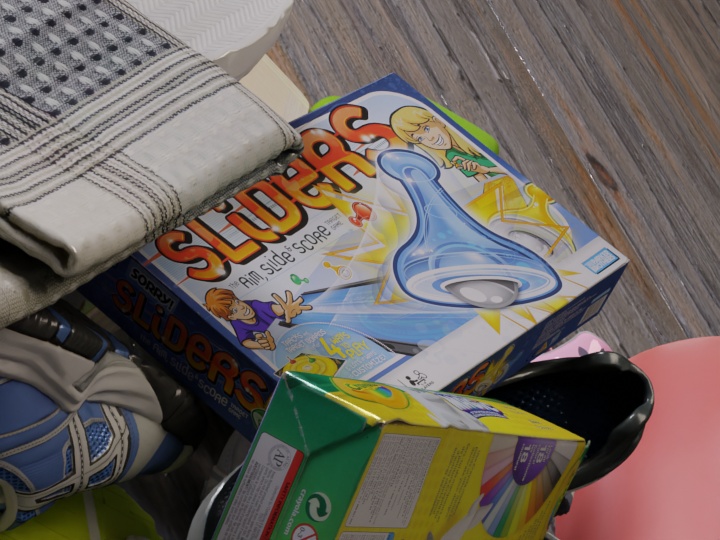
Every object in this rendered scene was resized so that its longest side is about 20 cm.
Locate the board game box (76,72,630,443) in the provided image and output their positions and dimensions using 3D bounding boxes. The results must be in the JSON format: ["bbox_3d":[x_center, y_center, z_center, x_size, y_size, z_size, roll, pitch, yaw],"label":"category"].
[{"bbox_3d":[0.000,0.000,0.928,0.135,0.034,0.200,39,39,17],"label":"board game box"}]

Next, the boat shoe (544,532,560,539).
[{"bbox_3d":[0.105,0.181,1.118,0.200,0.073,0.062,43,-19,42],"label":"boat shoe"}]

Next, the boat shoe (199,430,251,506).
[{"bbox_3d":[0.030,0.114,1.015,0.200,0.069,0.072,24,0,20],"label":"boat shoe"}]

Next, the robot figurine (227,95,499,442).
[{"bbox_3d":[-0.006,-0.001,1.120,0.116,0.175,0.200,31,51,1],"label":"robot figurine"}]

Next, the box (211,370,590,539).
[{"bbox_3d":[0.015,0.100,0.839,0.048,0.117,0.200,26,6,29],"label":"box"}]

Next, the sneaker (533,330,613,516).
[{"bbox_3d":[0.057,0.067,1.126,0.070,0.082,0.200,37,-17,-26],"label":"sneaker"}]

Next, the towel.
[{"bbox_3d":[-0.136,-0.069,0.789,0.193,0.035,0.200,37,32,11],"label":"towel"}]

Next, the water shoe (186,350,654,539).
[{"bbox_3d":[0.023,0.077,0.950,0.072,0.200,0.079,64,-15,12],"label":"water shoe"}]

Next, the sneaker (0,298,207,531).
[{"bbox_3d":[-0.117,0.049,0.828,0.076,0.077,0.200,33,-2,22],"label":"sneaker"}]

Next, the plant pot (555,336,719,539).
[{"bbox_3d":[0.190,0.160,1.261,0.200,0.200,0.177,48,30,-13],"label":"plant pot"}]

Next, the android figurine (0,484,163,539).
[{"bbox_3d":[-0.120,0.112,0.857,0.200,0.041,0.182,34,26,-37],"label":"android figurine"}]

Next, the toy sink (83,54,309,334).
[{"bbox_3d":[-0.139,-0.084,1.017,0.200,0.130,0.112,47,21,-17],"label":"toy sink"}]

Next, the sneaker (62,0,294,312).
[{"bbox_3d":[-0.108,-0.047,0.918,0.074,0.116,0.200,35,46,19],"label":"sneaker"}]
